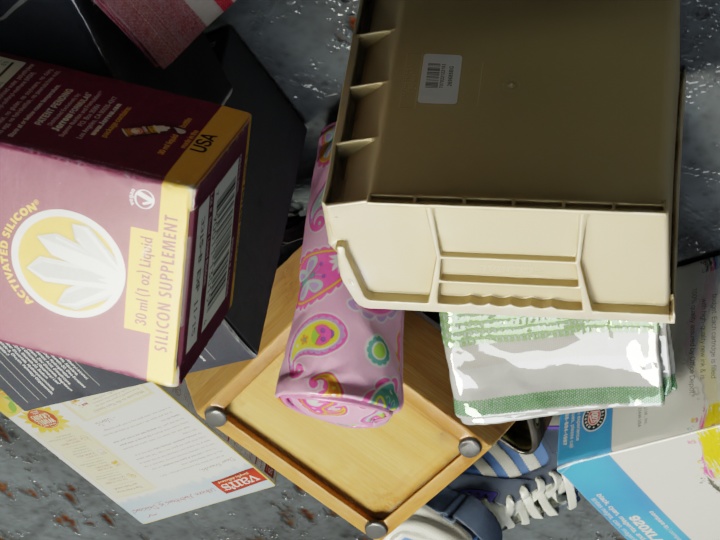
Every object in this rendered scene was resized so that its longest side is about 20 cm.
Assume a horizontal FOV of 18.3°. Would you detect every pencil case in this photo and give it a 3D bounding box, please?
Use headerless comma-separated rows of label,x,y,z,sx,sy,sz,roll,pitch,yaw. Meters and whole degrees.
pencil case,0.000,0.000,1.441,0.087,0.200,0.087,9,164,3

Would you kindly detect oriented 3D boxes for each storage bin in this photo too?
storage bin,0.090,-0.078,1.317,0.198,0.200,0.094,2,140,9

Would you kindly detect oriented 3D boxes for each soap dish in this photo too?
soap dish,-0.007,0.089,1.553,0.200,0.081,0.157,37,124,-15

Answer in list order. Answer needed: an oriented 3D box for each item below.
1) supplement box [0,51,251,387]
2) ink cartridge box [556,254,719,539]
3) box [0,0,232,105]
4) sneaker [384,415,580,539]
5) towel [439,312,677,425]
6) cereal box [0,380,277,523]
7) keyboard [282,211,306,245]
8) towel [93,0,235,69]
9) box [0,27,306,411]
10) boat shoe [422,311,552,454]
supplement box,-0.172,-0.035,1.238,0.200,0.103,0.131,13,121,11
ink cartridge box,0.259,0.089,1.537,0.200,0.147,0.145,-17,136,31
box,-0.216,-0.140,1.326,0.196,0.117,0.200,-14,116,27
sneaker,0.111,0.185,1.689,0.200,0.147,0.081,2,142,10
towel,0.122,0.006,1.430,0.149,0.031,0.200,-8,118,3
cereal box,-0.177,0.122,1.756,0.144,0.040,0.200,-18,135,31
keyboard,-0.118,-0.015,1.531,0.200,0.127,0.021,-11,95,26
towel,-0.078,-0.220,1.224,0.200,0.023,0.144,-42,130,1
box,-0.149,-0.031,1.425,0.182,0.200,0.104,-14,135,28
boat shoe,0.081,0.061,1.605,0.073,0.065,0.200,-22,132,34
